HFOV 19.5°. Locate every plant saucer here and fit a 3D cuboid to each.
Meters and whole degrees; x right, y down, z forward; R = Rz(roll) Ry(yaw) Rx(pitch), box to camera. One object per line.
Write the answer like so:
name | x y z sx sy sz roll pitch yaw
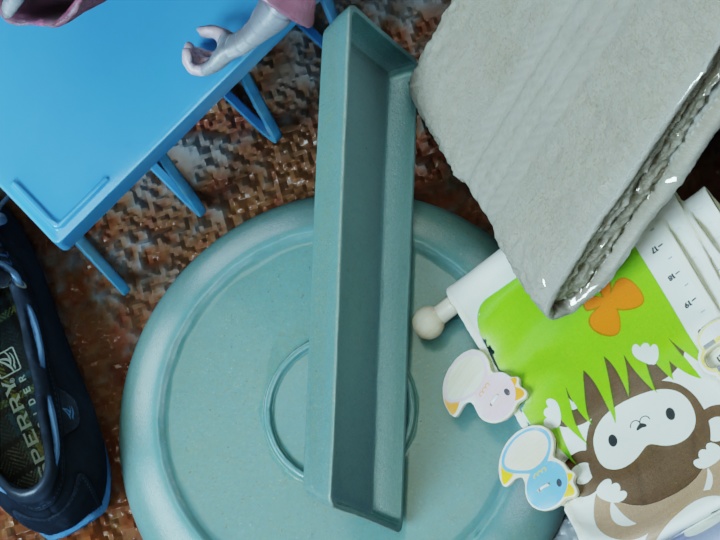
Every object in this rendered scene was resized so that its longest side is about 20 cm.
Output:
plant saucer | -0.007 0.060 0.872 0.198 0.027 0.202 -2 75 8
plant saucer | 0.000 0.000 0.840 0.019 0.070 0.202 -6 73 24

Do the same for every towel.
towel | 0.091 -0.096 0.791 0.034 0.201 0.133 -2 48 -35

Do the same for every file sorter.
file sorter | -0.085 -0.111 0.881 0.200 0.123 0.139 -45 74 -5

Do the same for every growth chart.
growth chart | 0.117 0.045 0.802 0.145 0.018 0.200 -44 57 5

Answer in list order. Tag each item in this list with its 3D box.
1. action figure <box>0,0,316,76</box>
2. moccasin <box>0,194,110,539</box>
action figure | -0.052 -0.153 0.747 0.198 0.149 0.135 -13 80 -29
moccasin | -0.162 0.016 0.885 0.080 0.068 0.201 -36 72 -3
